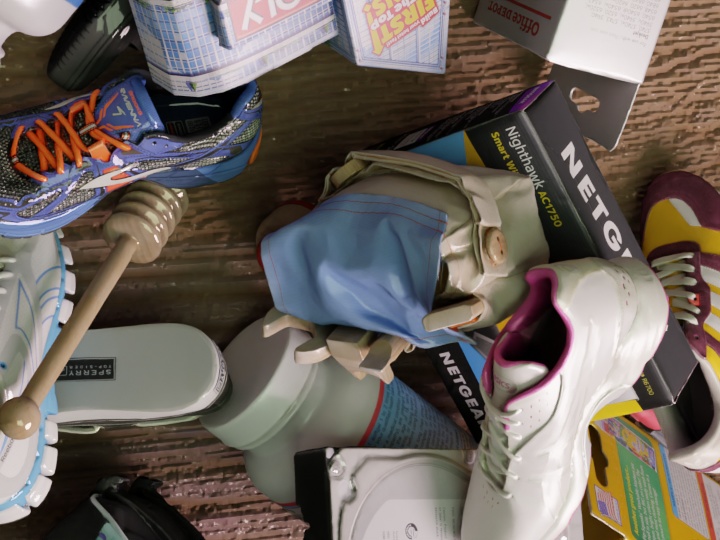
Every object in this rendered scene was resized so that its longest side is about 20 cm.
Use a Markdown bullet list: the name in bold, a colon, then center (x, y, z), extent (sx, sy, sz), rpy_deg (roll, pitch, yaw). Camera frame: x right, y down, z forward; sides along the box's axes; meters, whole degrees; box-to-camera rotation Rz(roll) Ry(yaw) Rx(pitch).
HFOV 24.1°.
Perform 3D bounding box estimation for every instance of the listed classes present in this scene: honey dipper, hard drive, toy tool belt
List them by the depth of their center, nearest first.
- **honey dipper**: center (-0.150, 0.017, 0.939), extent (0.038, 0.200, 0.038), rpy_deg (12, 134, 13)
- **toy tool belt**: center (0.000, 0.000, 0.954), extent (0.123, 0.200, 0.125), rpy_deg (-44, 123, -47)
- **hard drive**: center (0.053, 0.175, 0.997), extent (0.200, 0.038, 0.140), rpy_deg (7, 76, -38)

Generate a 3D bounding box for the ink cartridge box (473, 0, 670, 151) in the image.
- **ink cartridge box**: center (0.132, -0.184, 0.995), extent (0.068, 0.116, 0.200), rpy_deg (12, 104, -22)

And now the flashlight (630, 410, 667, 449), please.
- **flashlight**: center (0.166, 0.043, 1.118), extent (0.200, 0.068, 0.068), rpy_deg (42, 65, -25)

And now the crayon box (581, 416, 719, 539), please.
- **crayon box**: center (0.199, 0.175, 1.138), extent (0.200, 0.126, 0.052), rpy_deg (36, 121, -26)

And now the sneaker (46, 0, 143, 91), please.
- **sneaker**: center (-0.080, -0.160, 0.962), extent (0.104, 0.060, 0.200), rpy_deg (39, 91, -23)

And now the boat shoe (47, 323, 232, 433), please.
- **boat shoe**: center (-0.175, 0.066, 0.993), extent (0.199, 0.064, 0.071), rpy_deg (4, 72, 7)

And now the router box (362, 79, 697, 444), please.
- **router box**: center (0.092, 0.000, 1.017), extent (0.200, 0.149, 0.051), rpy_deg (60, 40, -15)

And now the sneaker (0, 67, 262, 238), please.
- **sneaker**: center (-0.142, -0.078, 0.940), extent (0.200, 0.078, 0.075), rpy_deg (-20, 74, -26)

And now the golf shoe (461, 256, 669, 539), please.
- **golf shoe**: center (0.092, 0.078, 0.937), extent (0.091, 0.075, 0.200), rpy_deg (10, 109, -41)

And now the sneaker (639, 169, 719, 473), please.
- **sneaker**: center (0.209, 0.028, 1.069), extent (0.090, 0.075, 0.201), rpy_deg (4, 67, -46)

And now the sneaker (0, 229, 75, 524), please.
- **sneaker**: center (-0.205, 0.033, 0.928), extent (0.075, 0.087, 0.201), rpy_deg (-9, 70, 9)

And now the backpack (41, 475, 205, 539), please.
- **backpack**: center (-0.111, 0.238, 0.996), extent (0.200, 0.178, 0.151), rpy_deg (39, 87, 11)

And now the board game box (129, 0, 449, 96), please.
- **board game box**: center (-0.025, -0.173, 0.898), extent (0.200, 0.062, 0.200), rpy_deg (-31, 134, -20)

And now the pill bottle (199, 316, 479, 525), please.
- **pill bottle**: center (-0.002, 0.116, 1.061), extent (0.200, 0.109, 0.109), rpy_deg (39, 93, -26)

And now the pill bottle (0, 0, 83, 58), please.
- **pill bottle**: center (-0.176, -0.196, 0.887), extent (0.112, 0.112, 0.200), rpy_deg (39, 93, -26)
